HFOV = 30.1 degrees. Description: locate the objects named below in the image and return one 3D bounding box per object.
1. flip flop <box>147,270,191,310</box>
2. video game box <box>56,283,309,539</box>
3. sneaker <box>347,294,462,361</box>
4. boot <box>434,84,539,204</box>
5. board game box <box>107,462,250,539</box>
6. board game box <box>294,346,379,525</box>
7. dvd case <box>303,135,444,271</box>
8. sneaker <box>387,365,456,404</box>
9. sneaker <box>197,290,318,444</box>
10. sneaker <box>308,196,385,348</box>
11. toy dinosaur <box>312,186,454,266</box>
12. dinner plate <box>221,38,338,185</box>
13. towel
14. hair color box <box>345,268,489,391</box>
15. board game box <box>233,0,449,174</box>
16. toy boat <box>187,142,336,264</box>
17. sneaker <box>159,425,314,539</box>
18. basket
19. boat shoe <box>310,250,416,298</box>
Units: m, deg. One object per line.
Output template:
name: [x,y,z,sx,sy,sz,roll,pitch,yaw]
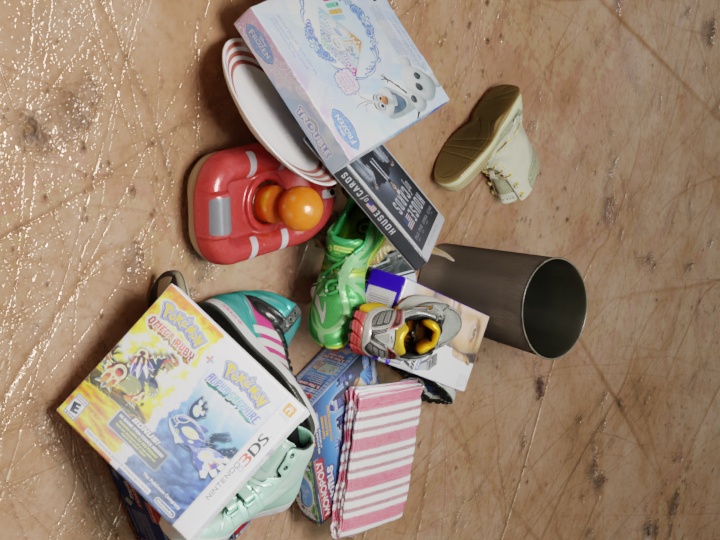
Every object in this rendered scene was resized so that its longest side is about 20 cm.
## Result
flip flop: [-0.176,0.093,1.490,0.057,0.081,0.202,-30,97,-40]
video game box: [-0.185,0.148,1.400,0.182,0.200,0.047,-47,170,-6]
sneaker: [0.069,0.078,1.606,0.199,0.082,0.079,-9,108,-55]
boot: [0.188,-0.148,1.926,0.201,0.072,0.155,-53,138,-29]
board game box: [-0.177,0.245,1.565,0.200,0.061,0.202,-42,130,-36]
board game box: [-0.055,0.212,1.723,0.199,0.061,0.202,-30,122,-43]
dvd case: [0.020,-0.105,1.579,0.200,0.025,0.150,49,23,-9]
sneaker: [0.083,0.104,1.871,0.200,0.078,0.090,56,43,-47]
sneaker: [-0.099,0.101,1.573,0.201,0.084,0.121,52,37,3]
sneaker: [-0.023,-0.006,1.598,0.084,0.073,0.202,47,55,-60]
toy dinosaur: [0.018,-0.053,1.714,0.198,0.058,0.102,6,70,-22]
dinner plate: [-0.093,-0.175,1.516,0.200,0.024,0.201,42,27,-28]
towel: [0.020,0.244,1.758,0.146,0.030,0.202,-3,104,-52]
hair color box: [0.077,0.079,1.731,0.199,0.064,0.110,23,85,-51]
board game box: [-0.017,-0.237,1.529,0.199,0.043,0.201,-34,92,-44]
toy boat: [-0.096,-0.077,1.535,0.199,0.130,0.132,-19,115,-47]
sneaker: [-0.132,0.224,1.464,0.200,0.074,0.119,-16,137,-50]
basket: [0.190,0.034,1.870,0.180,0.199,0.137,28,78,-50]
boat shoe: [0.000,0.000,1.740,0.199,0.072,0.072,-12,95,-55]
